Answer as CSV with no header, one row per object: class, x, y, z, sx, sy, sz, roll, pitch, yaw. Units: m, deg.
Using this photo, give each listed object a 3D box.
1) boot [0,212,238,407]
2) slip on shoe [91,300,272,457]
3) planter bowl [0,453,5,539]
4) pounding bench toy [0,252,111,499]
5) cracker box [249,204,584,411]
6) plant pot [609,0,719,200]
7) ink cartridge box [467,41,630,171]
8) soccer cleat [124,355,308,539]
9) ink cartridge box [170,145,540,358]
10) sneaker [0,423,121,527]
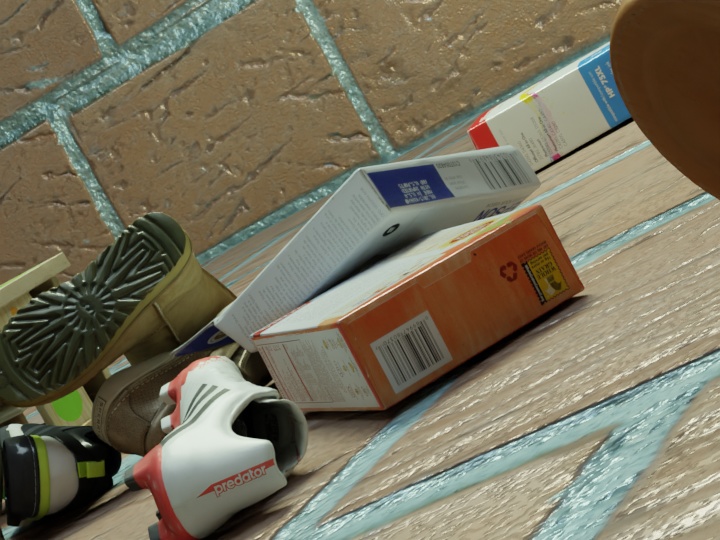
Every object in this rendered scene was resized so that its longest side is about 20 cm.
boot,-0.156,0.063,1.413,0.175,0.066,0.200,-38,-26,-6
slip on shoe,-0.094,0.073,1.383,0.060,0.077,0.199,24,32,34
planter bowl,-0.319,0.160,1.346,0.199,0.135,0.200,-30,5,3
pounding bench toy,-0.293,0.108,1.590,0.124,0.157,0.200,-25,7,34
cracker box,0.027,0.025,1.148,0.133,0.058,0.200,-30,5,-16
plant pot,0.201,-0.114,0.877,0.140,0.200,0.200,-49,13,-23
ink cartridge box,0.173,-0.140,1.894,0.199,0.068,0.116,-29,5,15
soccer cleat,-0.065,0.087,1.061,0.084,0.069,0.200,-20,10,9
ink cartridge box,0.000,0.000,1.321,0.200,0.041,0.199,-43,-16,31
sneaker,-0.208,0.144,1.409,0.082,0.073,0.200,-5,1,-12
